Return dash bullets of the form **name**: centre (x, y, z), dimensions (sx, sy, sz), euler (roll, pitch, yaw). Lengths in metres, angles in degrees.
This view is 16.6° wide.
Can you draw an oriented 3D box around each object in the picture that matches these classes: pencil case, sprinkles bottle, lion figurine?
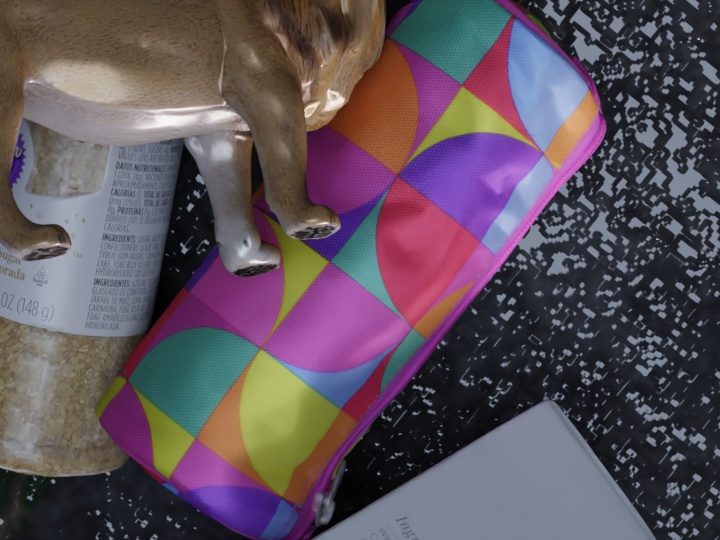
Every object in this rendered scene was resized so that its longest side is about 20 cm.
- **pencil case**: centre (0.000, 0.000, 0.807), dimensions (0.088, 0.088, 0.201), euler (35, 90, -4)
- **sprinkles bottle**: centre (-0.093, -0.035, 0.826), dimensions (0.068, 0.068, 0.201), euler (11, 101, 0)
- **lion figurine**: centre (-0.075, -0.059, 0.739), dimensions (0.199, 0.072, 0.123), euler (-4, 75, -29)

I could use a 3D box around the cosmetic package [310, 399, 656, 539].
- **cosmetic package**: centre (-0.005, 0.132, 0.783), dimensions (0.199, 0.102, 0.074), euler (-27, 70, -27)
